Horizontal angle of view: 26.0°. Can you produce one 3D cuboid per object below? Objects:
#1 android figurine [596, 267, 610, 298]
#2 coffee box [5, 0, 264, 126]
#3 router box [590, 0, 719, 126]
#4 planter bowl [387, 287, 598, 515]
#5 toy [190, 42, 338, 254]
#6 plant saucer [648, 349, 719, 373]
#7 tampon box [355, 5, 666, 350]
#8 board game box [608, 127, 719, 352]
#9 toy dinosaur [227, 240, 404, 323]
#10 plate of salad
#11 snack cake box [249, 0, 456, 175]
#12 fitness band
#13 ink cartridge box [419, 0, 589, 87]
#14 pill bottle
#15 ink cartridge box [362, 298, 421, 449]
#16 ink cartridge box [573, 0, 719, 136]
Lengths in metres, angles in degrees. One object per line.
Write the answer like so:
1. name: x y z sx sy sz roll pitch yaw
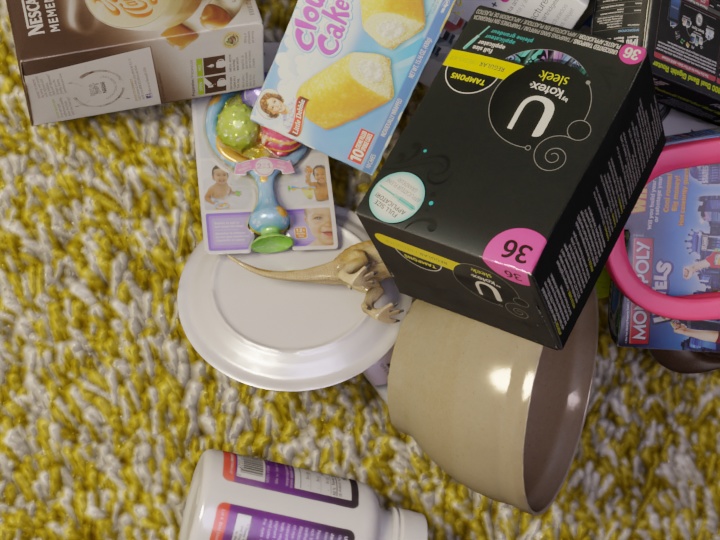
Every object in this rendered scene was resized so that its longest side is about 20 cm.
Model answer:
1. android figurine: 0.171 -0.044 1.351 0.200 0.041 0.182 14 105 -7
2. coffee box: -0.190 -0.203 1.312 0.200 0.080 0.114 -12 56 -11
3. router box: 0.279 -0.213 1.300 0.200 0.062 0.150 13 83 -42
4. planter bowl: 0.104 0.087 1.285 0.135 0.200 0.200 12 86 22
5. toy: -0.083 -0.114 1.339 0.115 0.047 0.200 -3 72 -11
6. plant saucer: 0.332 0.006 1.397 0.200 0.032 0.200 -17 121 -31
7. tampon box: 0.118 -0.071 1.178 0.150 0.126 0.200 19 69 27
8. board game box: 0.264 -0.037 1.299 0.200 0.062 0.200 4 97 -4
9. toy dinosaur: 0.000 0.000 1.288 0.200 0.101 0.058 -16 118 -11
10. plate of salad: -0.056 0.024 1.332 0.200 0.048 0.200 0 53 0
11. snack cake box: 0.000 -0.190 1.253 0.115 0.067 0.200 23 126 -4
12. fitness band: 0.290 -0.035 1.255 0.200 0.037 0.144 -8 95 -4
13. ink cartridge box: 0.080 -0.251 1.322 0.200 0.145 0.145 31 126 -5
14. pill bottle: -0.049 0.226 1.334 0.200 0.111 0.112 14 86 -10
15. ink cartridge box: 0.086 0.035 1.381 0.200 0.057 0.163 -36 95 5
16. ink cartridge box: 0.259 -0.147 1.412 0.200 0.084 0.146 43 83 -7
